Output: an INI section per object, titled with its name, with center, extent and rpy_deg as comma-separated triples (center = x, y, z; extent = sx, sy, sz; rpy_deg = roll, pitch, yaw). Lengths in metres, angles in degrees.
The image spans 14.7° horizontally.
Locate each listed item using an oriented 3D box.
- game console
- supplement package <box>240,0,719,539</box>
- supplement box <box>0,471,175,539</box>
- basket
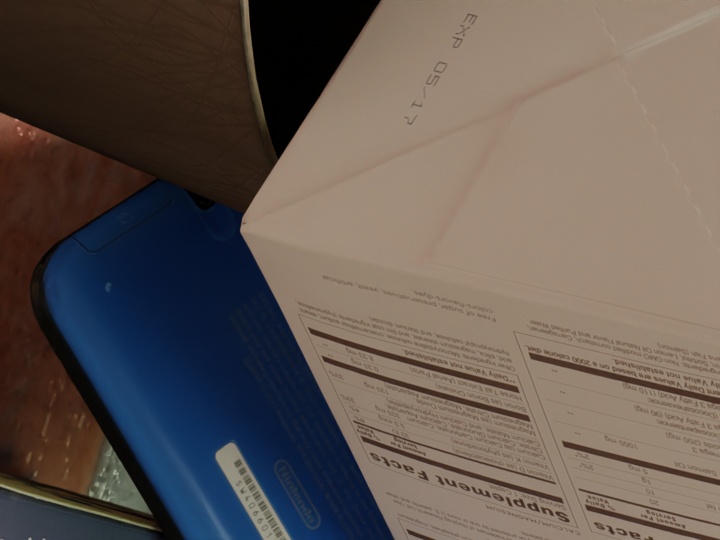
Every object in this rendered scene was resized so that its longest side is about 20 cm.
[game console]
center = -0.016, 0.055, 0.890
extent = 0.170, 0.118, 0.201
rpy_deg = -35, 97, -34
[supplement package]
center = 0.092, 0.010, 0.757
extent = 0.152, 0.150, 0.201
rpy_deg = -58, 145, -28
[supplement box]
center = -0.137, 0.158, 0.838
extent = 0.200, 0.134, 0.201
rpy_deg = 23, 81, -54
[basket]
center = -0.068, -0.107, 0.800
extent = 0.136, 0.199, 0.182
rpy_deg = -25, 120, -49
